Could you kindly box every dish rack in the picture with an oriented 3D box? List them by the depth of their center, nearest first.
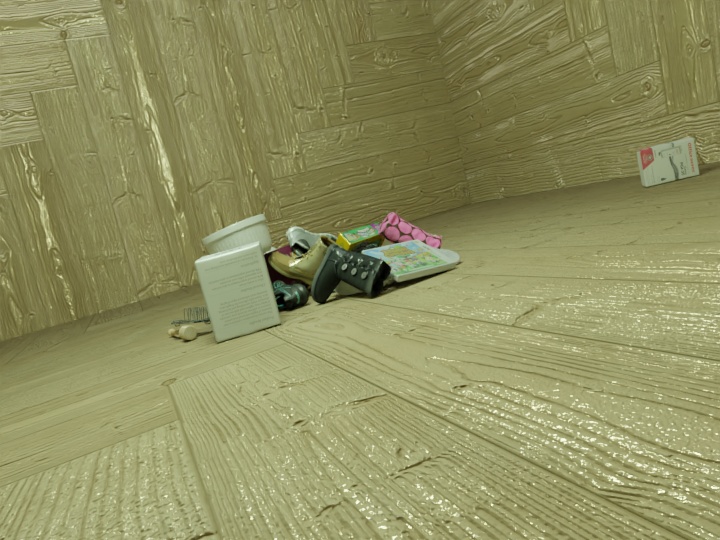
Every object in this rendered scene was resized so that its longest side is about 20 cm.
[{"bbox_3d":[-0.431,0.123,1.610,0.151,0.056,0.198,-8,-2,32],"label":"dish rack"}]

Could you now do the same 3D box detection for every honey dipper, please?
[{"bbox_3d":[-0.500,0.171,1.563,0.037,0.039,0.198,-19,6,-34],"label":"honey dipper"}]

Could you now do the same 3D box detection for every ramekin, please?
[{"bbox_3d":[-0.353,-0.078,1.659,0.196,0.107,0.200,-24,5,2],"label":"ramekin"}]

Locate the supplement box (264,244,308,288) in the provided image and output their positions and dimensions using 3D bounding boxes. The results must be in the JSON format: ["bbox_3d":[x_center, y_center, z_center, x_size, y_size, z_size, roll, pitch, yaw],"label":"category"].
[{"bbox_3d":[-0.234,0.003,1.810,0.104,0.131,0.199,-51,-9,25],"label":"supplement box"}]

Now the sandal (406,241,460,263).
[{"bbox_3d":[0.194,-0.030,1.644,0.203,0.060,0.079,17,41,34],"label":"sandal"}]

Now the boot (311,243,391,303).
[{"bbox_3d":[-0.027,0.032,1.470,0.197,0.169,0.065,20,2,38],"label":"boot"}]

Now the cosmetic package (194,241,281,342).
[{"bbox_3d":[-0.305,0.048,1.424,0.164,0.205,0.166,-15,7,-9],"label":"cosmetic package"}]

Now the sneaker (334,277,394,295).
[{"bbox_3d":[0.008,0.021,1.564,0.197,0.076,0.114,5,16,40],"label":"sneaker"}]

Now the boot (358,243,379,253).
[{"bbox_3d":[0.000,0.000,1.725,0.198,0.077,0.168,-36,-14,6],"label":"boot"}]

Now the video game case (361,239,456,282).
[{"bbox_3d":[0.130,-0.031,1.541,0.196,0.023,0.181,-13,29,-29],"label":"video game case"}]

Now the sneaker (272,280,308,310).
[{"bbox_3d":[-0.231,0.073,1.612,0.078,0.077,0.198,-23,10,-39],"label":"sneaker"}]

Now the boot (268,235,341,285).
[{"bbox_3d":[-0.160,-0.043,1.675,0.197,0.157,0.073,24,32,-14],"label":"boot"}]

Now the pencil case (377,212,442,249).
[{"bbox_3d":[0.157,-0.108,1.766,0.197,0.095,0.091,28,-11,-7],"label":"pencil case"}]

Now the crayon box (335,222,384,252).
[{"bbox_3d":[-0.018,-0.053,1.793,0.058,0.175,0.198,39,34,22],"label":"crayon box"}]

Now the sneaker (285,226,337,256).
[{"bbox_3d":[-0.148,-0.069,1.853,0.196,0.076,0.117,11,38,-24],"label":"sneaker"}]

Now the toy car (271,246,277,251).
[{"bbox_3d":[-0.328,0.012,2.067,0.147,0.179,0.199,20,-6,-20],"label":"toy car"}]

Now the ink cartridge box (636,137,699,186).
[{"bbox_3d":[1.216,-0.428,2.241,0.196,0.150,0.083,-12,8,18],"label":"ink cartridge box"}]
